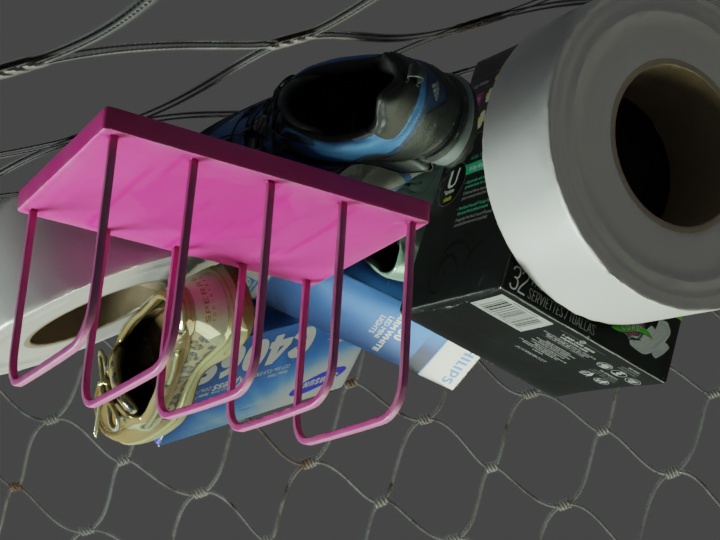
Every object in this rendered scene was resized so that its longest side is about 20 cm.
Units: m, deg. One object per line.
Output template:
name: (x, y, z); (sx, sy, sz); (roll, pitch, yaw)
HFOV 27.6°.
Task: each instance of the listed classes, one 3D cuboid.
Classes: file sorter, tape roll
file sorter: (-0.082, 0.016, 0.819); (0.198, 0.127, 0.139); (14, 158, -28)
tape roll: (0.175, -0.071, 0.905); (0.200, 0.205, 0.071); (-17, 180, -31)
tape roll: (-0.186, -0.002, 0.976); (0.200, 0.072, 0.203); (-24, 171, -4)

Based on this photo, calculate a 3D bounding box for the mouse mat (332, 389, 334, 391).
mouse mat: (-0.129, 0.069, 1.278); (0.159, 0.008, 0.199); (9, -173, -30)

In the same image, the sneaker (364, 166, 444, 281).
sneaker: (0.032, -0.067, 1.088); (0.117, 0.202, 0.074); (6, 129, -29)

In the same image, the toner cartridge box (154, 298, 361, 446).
toner cartridge box: (-0.075, 0.062, 1.104); (0.199, 0.043, 0.096); (-14, 140, -47)

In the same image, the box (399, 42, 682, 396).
box: (0.140, -0.039, 0.992); (0.147, 0.202, 0.124); (28, 158, -24)

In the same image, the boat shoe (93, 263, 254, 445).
boat shoe: (-0.141, 0.058, 0.974); (0.062, 0.074, 0.200); (-10, 153, -39)

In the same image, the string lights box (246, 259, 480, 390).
string lights box: (0.000, 0.000, 1.096); (0.059, 0.198, 0.103); (-51, -157, 33)

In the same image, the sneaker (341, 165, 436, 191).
sneaker: (-0.010, -0.065, 1.001); (0.199, 0.072, 0.072); (-37, 180, -38)

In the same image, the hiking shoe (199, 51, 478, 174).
hiking shoe: (-0.034, -0.086, 0.837); (0.198, 0.075, 0.086); (-15, 156, 28)
